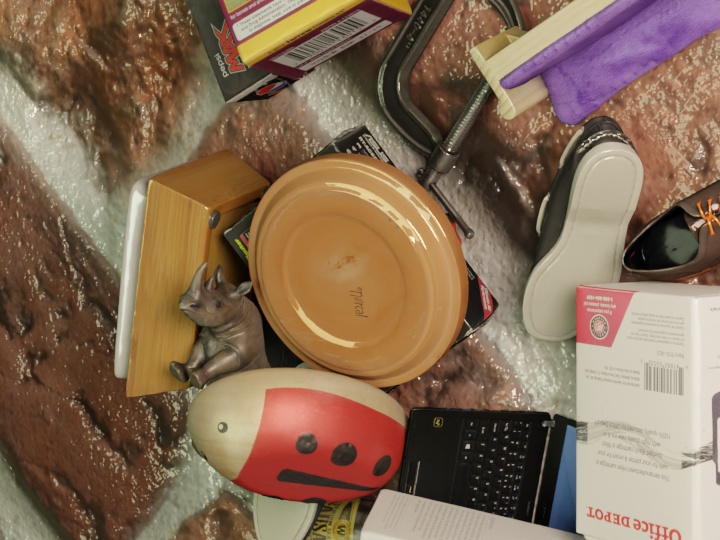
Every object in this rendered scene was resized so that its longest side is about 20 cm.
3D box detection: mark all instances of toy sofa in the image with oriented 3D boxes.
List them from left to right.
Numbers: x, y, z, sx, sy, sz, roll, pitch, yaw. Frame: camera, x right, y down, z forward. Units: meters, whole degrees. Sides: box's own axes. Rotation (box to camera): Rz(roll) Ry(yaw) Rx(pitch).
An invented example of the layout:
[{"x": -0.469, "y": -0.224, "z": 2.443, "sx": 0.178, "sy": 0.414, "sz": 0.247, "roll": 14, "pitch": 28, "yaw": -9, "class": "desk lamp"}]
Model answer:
[{"x": 0.192, "y": -0.185, "z": 1.365, "sx": 0.200, "sy": 0.083, "sz": 0.098, "roll": -32, "pitch": 91, "yaw": 36, "class": "toy sofa"}]

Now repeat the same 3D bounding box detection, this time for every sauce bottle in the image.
[{"x": -0.004, "y": 0.238, "z": 1.628, "sx": 0.199, "sy": 0.066, "sz": 0.066, "roll": -5, "pitch": 95, "yaw": 39, "class": "sauce bottle"}]

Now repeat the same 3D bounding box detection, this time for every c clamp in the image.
[{"x": 0.086, "y": -0.158, "z": 1.512, "sx": 0.171, "sy": 0.027, "sz": 0.201, "roll": 45, "pitch": 123, "yaw": 32, "class": "c clamp"}]

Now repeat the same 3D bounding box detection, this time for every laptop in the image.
[{"x": 0.135, "y": 0.217, "z": 1.485, "sx": 0.103, "sy": 0.199, "sz": 0.178, "roll": -130, "pitch": 46, "yaw": -67, "class": "laptop"}]

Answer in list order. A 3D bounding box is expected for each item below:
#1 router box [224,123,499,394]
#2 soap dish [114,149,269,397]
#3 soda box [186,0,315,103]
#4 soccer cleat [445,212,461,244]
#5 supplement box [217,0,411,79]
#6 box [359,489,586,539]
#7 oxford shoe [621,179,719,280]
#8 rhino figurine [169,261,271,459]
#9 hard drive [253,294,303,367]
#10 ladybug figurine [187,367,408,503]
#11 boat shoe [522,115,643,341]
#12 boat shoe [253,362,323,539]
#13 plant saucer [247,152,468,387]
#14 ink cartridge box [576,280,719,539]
[{"x": 0.000, "y": 0.000, "z": 1.510, "sx": 0.150, "sy": 0.062, "sz": 0.200, "roll": -37, "pitch": 90, "yaw": 34, "class": "router box"}, {"x": -0.149, "y": 0.004, "z": 1.597, "sx": 0.081, "sy": 0.157, "sz": 0.201, "roll": 14, "pitch": 107, "yaw": 18, "class": "soap dish"}, {"x": -0.117, "y": -0.259, "z": 1.631, "sx": 0.071, "sy": 0.063, "sz": 0.201, "roll": -27, "pitch": 81, "yaw": 39, "class": "soda box"}, {"x": 0.001, "y": -0.027, "z": 1.576, "sx": 0.199, "sy": 0.068, "sz": 0.086, "roll": 17, "pitch": 104, "yaw": 31, "class": "soccer cleat"}, {"x": -0.062, "y": -0.285, "z": 1.531, "sx": 0.130, "sy": 0.103, "sz": 0.201, "roll": -25, "pitch": 78, "yaw": 23, "class": "supplement box"}, {"x": 0.095, "y": 0.272, "z": 1.452, "sx": 0.199, "sy": 0.097, "sz": 0.125, "roll": 13, "pitch": 106, "yaw": 8, "class": "box"}, {"x": 0.285, "y": -0.040, "z": 1.338, "sx": 0.200, "sy": 0.072, "sz": 0.071, "roll": -34, "pitch": 76, "yaw": 37, "class": "oxford shoe"}, {"x": -0.116, "y": 0.071, "z": 1.519, "sx": 0.060, "sy": 0.087, "sz": 0.201, "roll": 30, "pitch": 142, "yaw": 41, "class": "rhino figurine"}, {"x": -0.056, "y": 0.057, "z": 1.651, "sx": 0.200, "sy": 0.042, "sz": 0.136, "roll": 31, "pitch": 116, "yaw": 31, "class": "hard drive"}, {"x": -0.046, "y": 0.144, "z": 1.480, "sx": 0.136, "sy": 0.199, "sz": 0.072, "roll": 118, "pitch": 153, "yaw": -43, "class": "ladybug figurine"}, {"x": 0.175, "y": -0.032, "z": 1.437, "sx": 0.060, "sy": 0.073, "sz": 0.201, "roll": -97, "pitch": 14, "yaw": -51, "class": "boat shoe"}, {"x": -0.046, "y": 0.167, "z": 1.598, "sx": 0.075, "sy": 0.062, "sz": 0.201, "roll": 24, "pitch": 112, "yaw": 33, "class": "boat shoe"}, {"x": -0.007, "y": 0.004, "z": 1.458, "sx": 0.199, "sy": 0.032, "sz": 0.201, "roll": 12, "pitch": 116, "yaw": 26, "class": "plant saucer"}, {"x": 0.239, "y": 0.113, "z": 1.361, "sx": 0.145, "sy": 0.084, "sz": 0.201, "roll": 6, "pitch": 98, "yaw": 59, "class": "ink cartridge box"}]
